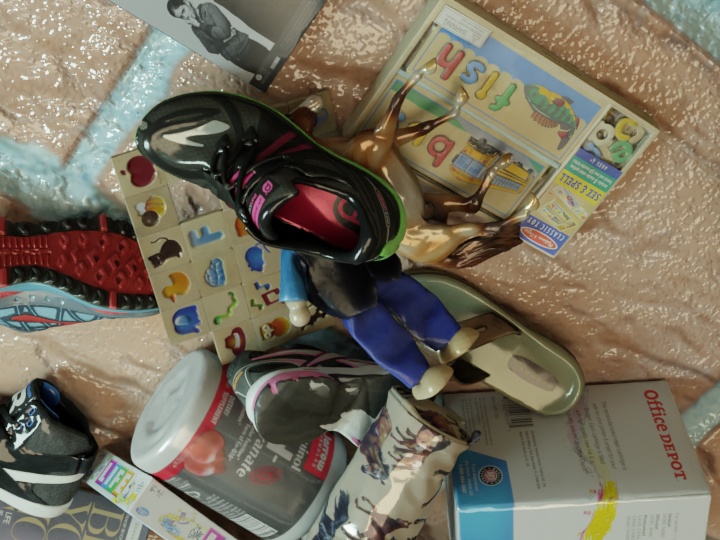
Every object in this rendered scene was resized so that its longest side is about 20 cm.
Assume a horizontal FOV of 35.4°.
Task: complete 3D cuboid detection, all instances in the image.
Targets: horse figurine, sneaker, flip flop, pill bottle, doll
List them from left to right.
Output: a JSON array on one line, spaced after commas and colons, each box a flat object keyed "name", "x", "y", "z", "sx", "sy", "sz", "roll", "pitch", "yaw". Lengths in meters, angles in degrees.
[{"name": "sneaker", "x": -0.319, "y": 0.127, "z": 0.953, "sx": 0.200, "sy": 0.073, "sz": 0.112, "roll": 24, "pitch": 113, "yaw": -21}, {"name": "sneaker", "x": -0.244, "y": 0.006, "z": 0.884, "sx": 0.200, "sy": 0.079, "sz": 0.096, "roll": 7, "pitch": 153, "yaw": -16}, {"name": "pill bottle", "x": -0.083, "y": 0.161, "z": 0.951, "sx": 0.200, "sy": 0.111, "sz": 0.111, "roll": 35, "pitch": 115, "yaw": -21}, {"name": "sneaker", "x": -0.063, "y": -0.064, "z": 0.763, "sx": 0.200, "sy": 0.084, "sz": 0.077, "roll": 23, "pitch": 109, "yaw": 6}, {"name": "sneaker", "x": -0.022, "y": 0.092, "z": 0.921, "sx": 0.200, "sy": 0.086, "sz": 0.080, "roll": 17, "pitch": 105, "yaw": -44}, {"name": "doll", "x": 0.000, "y": 0.000, "z": 0.848, "sx": 0.200, "sy": 0.137, "sz": 0.048, "roll": 45, "pitch": 150, "yaw": -10}, {"name": "horse figurine", "x": 0.042, "y": -0.064, "z": 0.819, "sx": 0.132, "sy": 0.050, "sz": 0.200, "roll": -33, "pitch": 117, "yaw": 17}, {"name": "flip flop", "x": 0.092, "y": 0.066, "z": 0.919, "sx": 0.200, "sy": 0.058, "sz": 0.081, "roll": 29, "pitch": 117, "yaw": -5}]

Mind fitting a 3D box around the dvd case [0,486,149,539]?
[{"name": "dvd case", "x": -0.302, "y": 0.260, "z": 1.016, "sx": 0.200, "sy": 0.016, "sz": 0.149, "roll": 18, "pitch": 85, "yaw": -13}]

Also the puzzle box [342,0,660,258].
[{"name": "puzzle box", "x": 0.104, "y": -0.105, "z": 0.839, "sx": 0.200, "sy": 0.025, "sz": 0.133, "roll": 27, "pitch": 118, "yaw": -18}]

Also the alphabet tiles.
[{"name": "alphabet tiles", "x": -0.083, "y": -0.024, "z": 0.864, "sx": 0.167, "sy": 0.008, "sz": 0.200, "roll": -19, "pitch": 123, "yaw": -13}]

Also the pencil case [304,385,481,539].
[{"name": "pencil case", "x": 0.015, "y": 0.193, "z": 0.894, "sx": 0.089, "sy": 0.078, "sz": 0.200, "roll": 22, "pitch": 99, "yaw": -45}]

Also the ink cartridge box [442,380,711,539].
[{"name": "ink cartridge box", "x": 0.176, "y": 0.198, "z": 0.961, "sx": 0.200, "sy": 0.147, "sz": 0.146, "roll": -4, "pitch": 122, "yaw": 1}]

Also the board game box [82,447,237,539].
[{"name": "board game box", "x": -0.141, "y": 0.236, "z": 0.989, "sx": 0.200, "sy": 0.134, "sz": 0.034, "roll": 43, "pitch": 72, "yaw": -25}]

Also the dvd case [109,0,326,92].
[{"name": "dvd case", "x": -0.110, "y": -0.230, "z": 0.754, "sx": 0.200, "sy": 0.025, "sz": 0.150, "roll": 30, "pitch": 117, "yaw": -18}]
